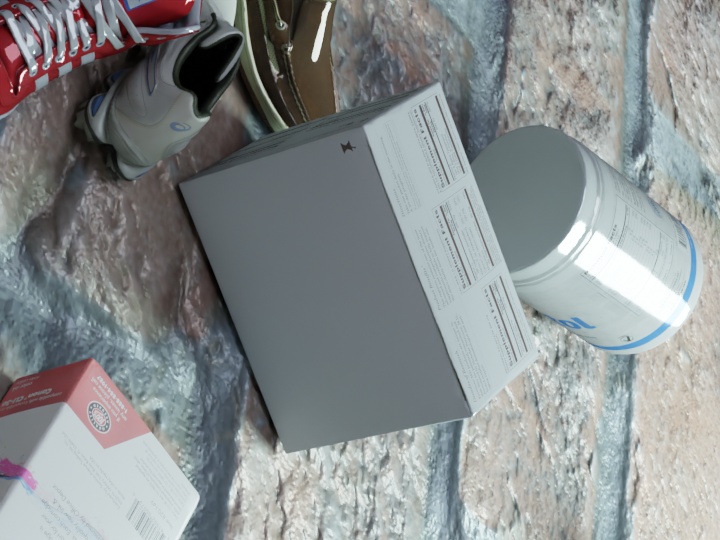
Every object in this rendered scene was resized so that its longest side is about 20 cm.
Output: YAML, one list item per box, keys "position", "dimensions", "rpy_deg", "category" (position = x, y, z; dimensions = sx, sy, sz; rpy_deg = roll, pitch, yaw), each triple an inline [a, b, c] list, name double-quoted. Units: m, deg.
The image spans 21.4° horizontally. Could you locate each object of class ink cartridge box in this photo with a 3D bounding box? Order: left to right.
- position: [-0.177, 0.160, 1.039]
  dimensions: [0.117, 0.067, 0.200]
  rpy_deg: [56, 37, -25]
  category: "ink cartridge box"

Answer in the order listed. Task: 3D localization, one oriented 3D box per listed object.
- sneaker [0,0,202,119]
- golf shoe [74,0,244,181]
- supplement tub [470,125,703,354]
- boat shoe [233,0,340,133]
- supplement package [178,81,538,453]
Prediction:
- position: [-0.170, -0.144, 1.118]
  dimensions: [0.200, 0.112, 0.071]
  rpy_deg: [-41, 112, -52]
  category: "sneaker"
- position: [-0.102, -0.142, 1.229]
  dimensions: [0.078, 0.097, 0.201]
  rpy_deg: [47, 42, -32]
  category: "golf shoe"
- position: [0.180, -0.021, 1.556]
  dimensions: [0.200, 0.132, 0.133]
  rpy_deg: [30, 55, -45]
  category: "supplement tub"
- position: [-0.048, -0.180, 1.336]
  dimensions: [0.075, 0.075, 0.203]
  rpy_deg: [-34, 106, -54]
  category: "boat shoe"
- position: [0.000, 0.000, 1.269]
  dimensions: [0.111, 0.155, 0.201]
  rpy_deg: [-34, 106, -55]
  category: "supplement package"
